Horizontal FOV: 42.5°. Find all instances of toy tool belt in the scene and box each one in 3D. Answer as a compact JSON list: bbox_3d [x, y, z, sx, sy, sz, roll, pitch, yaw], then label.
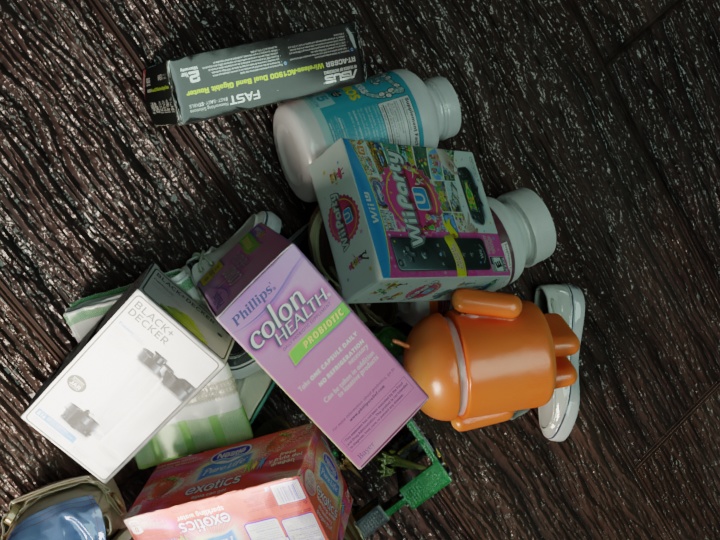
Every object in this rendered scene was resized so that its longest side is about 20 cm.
[{"bbox_3d":[-0.324,0.295,0.942,0.198,0.123,0.127,-29,109,-16],"label":"toy tool belt"}]

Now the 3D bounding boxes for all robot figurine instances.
[{"bbox_3d":[0.130,0.094,0.985,0.196,0.144,0.119,-8,66,-8],"label":"robot figurine"}]

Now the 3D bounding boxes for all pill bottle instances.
[{"bbox_3d":[0.125,-0.021,1.094,0.197,0.109,0.111,-24,108,-18],"label":"pill bottle"},{"bbox_3d":[0.011,-0.155,1.021,0.197,0.110,0.113,-20,106,-20],"label":"pill bottle"}]

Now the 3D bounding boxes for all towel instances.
[{"bbox_3d":[-0.211,0.109,0.973,0.147,0.031,0.203,-15,108,13],"label":"towel"}]

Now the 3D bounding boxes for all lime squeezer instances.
[{"bbox_3d":[0.021,0.086,1.058,0.196,0.071,0.039,-8,90,-10],"label":"lime squeezer"}]

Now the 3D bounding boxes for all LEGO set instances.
[{"bbox_3d":[0.014,0.227,1.104,0.200,0.116,0.154,-44,94,3],"label":"LEGO set"}]

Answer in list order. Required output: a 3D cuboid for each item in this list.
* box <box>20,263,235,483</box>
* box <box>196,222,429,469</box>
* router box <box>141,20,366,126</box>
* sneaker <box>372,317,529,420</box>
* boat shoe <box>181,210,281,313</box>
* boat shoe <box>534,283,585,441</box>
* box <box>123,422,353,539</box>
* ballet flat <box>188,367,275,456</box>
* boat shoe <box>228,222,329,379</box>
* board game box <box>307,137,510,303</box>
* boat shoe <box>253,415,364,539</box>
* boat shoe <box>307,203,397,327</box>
[{"bbox_3d":[-0.232,0.105,0.929,0.117,0.060,0.200,43,109,-13],"label":"box"},{"bbox_3d":[-0.052,0.066,0.906,0.097,0.176,0.200,-44,107,-5],"label":"box"},{"bbox_3d":[-0.112,-0.197,0.938,0.197,0.149,0.063,-18,105,-20],"label":"router box"},{"bbox_3d":[0.117,0.114,1.096,0.199,0.146,0.078,14,95,-23],"label":"sneaker"},{"bbox_3d":[-0.162,0.013,0.993,0.066,0.073,0.202,35,85,-25],"label":"boat shoe"},{"bbox_3d":[0.243,0.118,1.193,0.064,0.072,0.204,4,96,-19],"label":"boat shoe"},{"bbox_3d":[-0.118,0.240,0.929,0.197,0.095,0.104,-18,108,18],"label":"box"},{"bbox_3d":[-0.148,0.167,1.037,0.069,0.069,0.203,26,89,-25],"label":"ballet flat"},{"bbox_3d":[-0.094,0.027,1.015,0.200,0.071,0.068,-48,154,-12],"label":"boat shoe"},{"bbox_3d":[0.053,-0.048,0.950,0.198,0.064,0.150,-1,69,-43],"label":"board game box"},{"bbox_3d":[-0.054,0.256,1.012,0.075,0.074,0.202,-33,74,18],"label":"boat shoe"},{"bbox_3d":[0.003,-0.005,1.011,0.075,0.074,0.203,-58,152,-21],"label":"boat shoe"}]
